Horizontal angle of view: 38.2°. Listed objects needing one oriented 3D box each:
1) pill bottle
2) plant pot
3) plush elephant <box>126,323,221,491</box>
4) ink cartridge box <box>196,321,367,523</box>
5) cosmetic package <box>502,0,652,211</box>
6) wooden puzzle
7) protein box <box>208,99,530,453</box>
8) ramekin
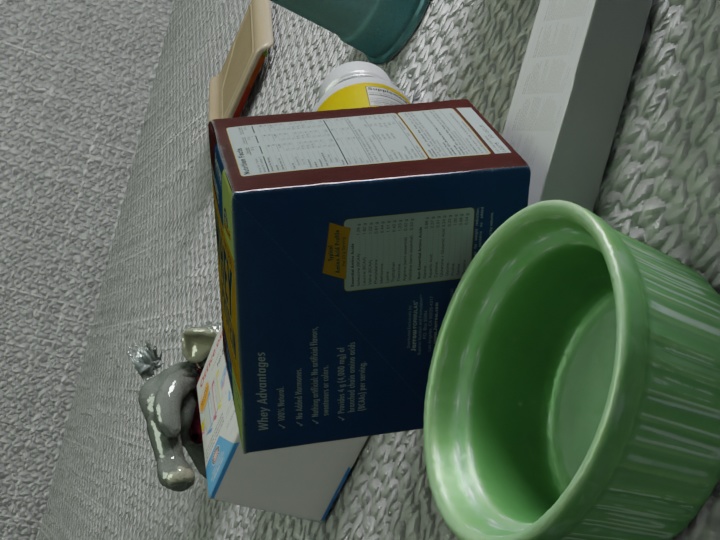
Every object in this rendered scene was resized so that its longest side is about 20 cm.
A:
[{"bbox_3d":[0.007,-0.116,1.008,0.112,0.110,0.202,-58,26,33],"label":"pill bottle"},{"bbox_3d":[-0.032,-0.359,1.159,0.200,0.193,0.203,-46,35,48],"label":"plant pot"},{"bbox_3d":[-0.180,0.145,1.258,0.153,0.165,0.202,-30,73,9],"label":"plush elephant"},{"bbox_3d":[-0.084,0.125,1.041,0.130,0.123,0.201,-64,24,22],"label":"ink cartridge box"},{"bbox_3d":[0.152,-0.133,0.749,0.082,0.050,0.203,20,94,66],"label":"cosmetic package"},{"bbox_3d":[-0.198,-0.345,1.748,0.201,0.037,0.187,-53,29,32],"label":"wooden puzzle"},{"bbox_3d":[0.000,0.000,0.748,0.135,0.196,0.202,-116,23,-59],"label":"protein box"},{"bbox_3d":[0.126,0.070,0.609,0.200,0.096,0.203,-48,33,46],"label":"ramekin"}]
